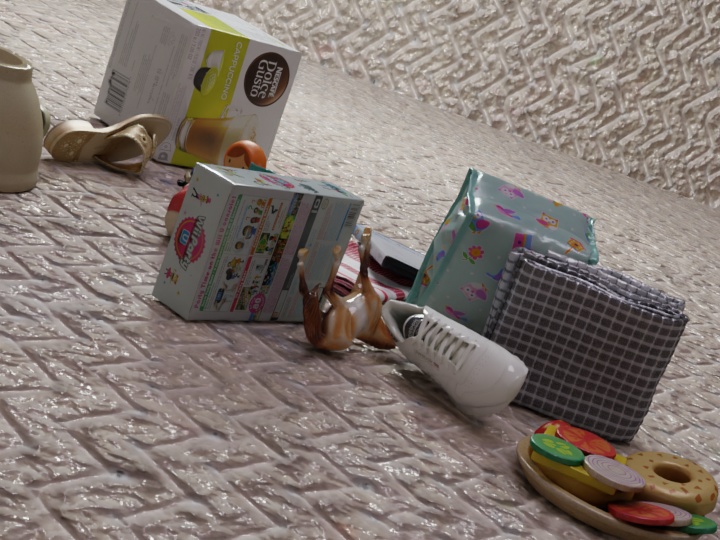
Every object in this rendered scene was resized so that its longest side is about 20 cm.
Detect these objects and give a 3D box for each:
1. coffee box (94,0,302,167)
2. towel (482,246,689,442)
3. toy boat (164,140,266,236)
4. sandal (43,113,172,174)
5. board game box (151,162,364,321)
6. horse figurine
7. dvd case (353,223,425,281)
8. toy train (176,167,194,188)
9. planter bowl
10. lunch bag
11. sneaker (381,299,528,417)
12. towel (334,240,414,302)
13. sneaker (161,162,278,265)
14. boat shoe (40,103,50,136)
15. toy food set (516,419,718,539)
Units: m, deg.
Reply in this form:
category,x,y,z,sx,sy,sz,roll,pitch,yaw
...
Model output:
category,x,y,z,sx,sy,sz,roll,pitch,yaw
coffee box,-0.237,-0.271,2.177,0.196,0.202,0.199,8,18,-41
towel,0.230,0.079,1.600,0.198,0.167,0.086,19,26,1
toy boat,-0.149,-0.089,1.756,0.129,0.132,0.200,20,14,-1
sandal,-0.309,-0.150,1.929,0.211,0.078,0.070,-8,51,-52
board game box,-0.103,-0.025,1.545,0.064,0.149,0.199,31,17,36
horse figurine,-0.015,0.034,1.555,0.049,0.134,0.199,3,13,29
dvd case,0.070,-0.007,1.936,0.141,0.018,0.200,24,7,-16
toy train,-0.144,-0.095,1.966,0.198,0.046,0.034,16,14,-16
planter bowl,-0.448,-0.190,1.704,0.198,0.136,0.200,19,13,-5
lunch bag,0.157,0.009,1.703,0.169,0.201,0.123,20,35,-8
sneaker,0.090,0.085,1.516,0.081,0.077,0.199,45,-13,-32
towel,0.000,0.000,1.866,0.143,0.023,0.199,29,16,27
sneaker,-0.125,-0.053,1.614,0.198,0.122,0.083,-12,25,-41
boat shoe,-0.491,-0.228,1.912,0.198,0.075,0.068,26,9,17
toy food set,0.241,0.198,1.405,0.198,0.049,0.198,24,14,11
